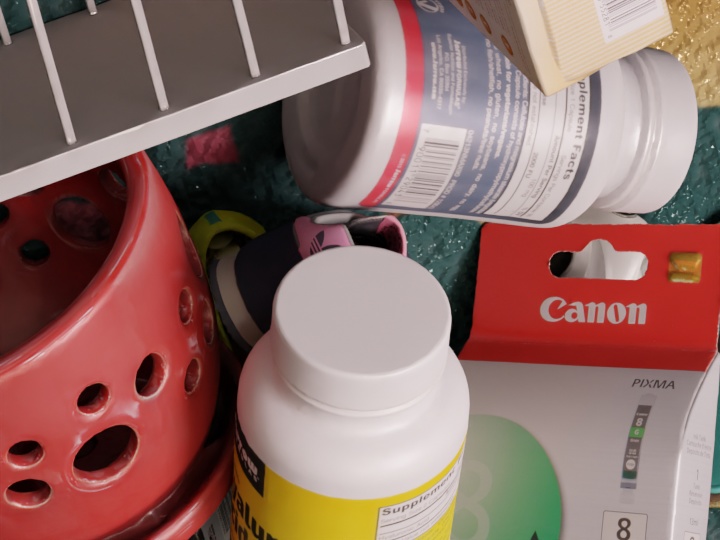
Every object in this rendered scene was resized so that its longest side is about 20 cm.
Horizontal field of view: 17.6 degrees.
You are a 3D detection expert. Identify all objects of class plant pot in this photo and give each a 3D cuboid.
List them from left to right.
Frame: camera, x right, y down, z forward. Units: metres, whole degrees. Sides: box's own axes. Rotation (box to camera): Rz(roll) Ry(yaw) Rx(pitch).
[{"bbox_3d":[-0.160,0.050,1.151,0.200,0.201,0.183,-30,129,-6],"label":"plant pot"}]

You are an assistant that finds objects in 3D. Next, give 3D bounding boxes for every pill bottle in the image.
[{"bbox_3d":[-0.006,0.086,1.116,0.111,0.112,0.201,-13,138,-17],"label":"pill bottle"},{"bbox_3d":[0.070,-0.084,1.227,0.199,0.120,0.120,5,116,-27],"label":"pill bottle"}]

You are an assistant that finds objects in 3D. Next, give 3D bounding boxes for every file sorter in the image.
[{"bbox_3d":[-0.122,-0.141,1.096,0.199,0.139,0.125,-21,122,-12],"label":"file sorter"}]

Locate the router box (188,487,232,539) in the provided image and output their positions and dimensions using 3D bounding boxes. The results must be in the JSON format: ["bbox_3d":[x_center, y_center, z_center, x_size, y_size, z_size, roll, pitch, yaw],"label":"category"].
[{"bbox_3d":[-0.128,0.195,1.284,0.156,0.052,0.201,3,127,23],"label":"router box"}]

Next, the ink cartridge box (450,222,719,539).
[{"bbox_3d":[0.112,0.070,1.261,0.050,0.160,0.201,14,80,-56],"label":"ink cartridge box"}]

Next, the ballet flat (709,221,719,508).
[{"bbox_3d":[0.226,0.060,1.354,0.070,0.201,0.071,7,146,5],"label":"ballet flat"}]

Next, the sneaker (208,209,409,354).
[{"bbox_3d":[0.000,0.000,1.203,0.082,0.200,0.070,-27,88,23],"label":"sneaker"}]

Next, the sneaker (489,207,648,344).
[{"bbox_3d":[0.104,0.051,1.350,0.088,0.074,0.201,24,94,-10],"label":"sneaker"}]

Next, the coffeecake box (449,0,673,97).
[{"bbox_3d":[0.057,-0.199,1.104,0.073,0.200,0.154,-27,126,-8],"label":"coffeecake box"}]

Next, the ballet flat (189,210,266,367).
[{"bbox_3d":[-0.039,0.060,1.233,0.067,0.067,0.201,-25,89,-9],"label":"ballet flat"}]
